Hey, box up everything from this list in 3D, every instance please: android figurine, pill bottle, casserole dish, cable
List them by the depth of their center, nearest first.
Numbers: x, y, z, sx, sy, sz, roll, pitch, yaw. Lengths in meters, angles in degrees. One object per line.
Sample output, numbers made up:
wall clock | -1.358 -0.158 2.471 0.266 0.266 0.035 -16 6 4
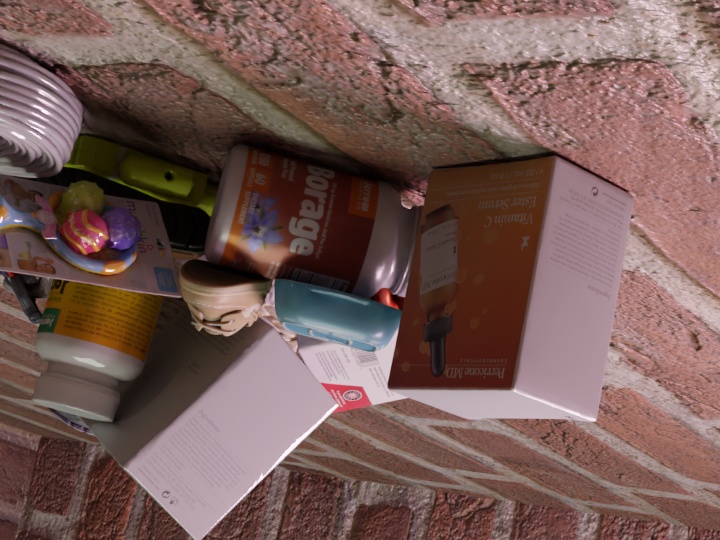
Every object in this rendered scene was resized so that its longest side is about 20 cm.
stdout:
cable | -0.339 -0.143 1.445 0.200 0.069 0.200 11 167 5
pill bottle | -0.032 -0.038 1.518 0.200 0.112 0.112 14 166 -9
casserole dish | -0.023 0.044 1.535 0.121 0.039 0.200 15 175 0
android figurine | -0.232 -0.086 1.654 0.200 0.041 0.182 17 166 -27
pill bottle | -0.260 0.045 1.689 0.113 0.200 0.113 14 169 3

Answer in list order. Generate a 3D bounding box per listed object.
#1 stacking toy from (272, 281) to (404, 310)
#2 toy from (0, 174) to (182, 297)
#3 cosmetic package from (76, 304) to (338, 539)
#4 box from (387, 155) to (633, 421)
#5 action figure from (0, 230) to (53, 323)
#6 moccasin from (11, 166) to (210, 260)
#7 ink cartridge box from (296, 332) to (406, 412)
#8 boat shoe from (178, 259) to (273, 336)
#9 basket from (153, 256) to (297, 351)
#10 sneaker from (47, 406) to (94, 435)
stacking toy | 0.000 0.000 1.626 0.200 0.085 0.085 19 171 25
toy | -0.248 -0.044 1.467 0.200 0.115 0.047 7 137 -31
cosmetic package | -0.160 0.141 1.726 0.123 0.200 0.199 49 171 -25
box | 0.126 0.019 1.420 0.106 0.200 0.152 23 162 -39
action figure | -0.340 -0.052 1.760 0.105 0.200 0.193 -31 177 9
moccasin | -0.240 -0.050 1.580 0.201 0.074 0.078 8 162 -34
ink cartridge box | 0.046 0.062 1.725 0.200 0.084 0.144 -11 146 9
boat shoe | -0.122 0.029 1.541 0.071 0.065 0.200 16 -177 10
basket | -0.181 0.077 1.930 0.198 0.161 0.200 26 167 -12
sneaker | -0.254 0.148 1.878 0.200 0.074 0.088 18 148 0
